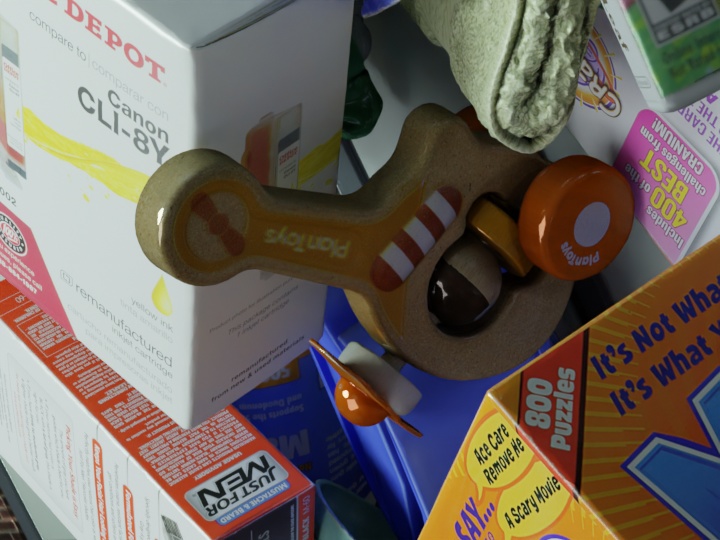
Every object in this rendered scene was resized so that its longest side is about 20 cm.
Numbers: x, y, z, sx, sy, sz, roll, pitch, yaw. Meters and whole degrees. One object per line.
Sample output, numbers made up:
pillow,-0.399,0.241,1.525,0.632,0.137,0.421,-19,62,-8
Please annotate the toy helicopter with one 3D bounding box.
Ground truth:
toy helicopter,0.000,0.000,0.808,0.079,0.199,0.133,35,110,48

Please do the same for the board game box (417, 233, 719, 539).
board game box,0.153,0.118,0.760,0.200,0.199,0.200,47,148,19

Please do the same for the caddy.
caddy,0.051,0.057,0.964,0.141,0.104,0.201,49,164,58

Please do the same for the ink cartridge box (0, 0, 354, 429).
ink cartridge box,-0.084,-0.061,0.849,0.145,0.083,0.201,37,142,28

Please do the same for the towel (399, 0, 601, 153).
towel,0.050,-0.159,0.762,0.149,0.036,0.201,-121,33,-49

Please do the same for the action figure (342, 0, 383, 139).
action figure,-0.038,-0.150,0.962,0.118,0.055,0.201,0,116,55

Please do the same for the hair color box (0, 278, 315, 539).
hair color box,-0.105,0.093,1.047,0.200,0.064,0.111,42,146,34

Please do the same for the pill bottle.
pill bottle,-0.047,0.078,1.121,0.112,0.112,0.201,30,139,41

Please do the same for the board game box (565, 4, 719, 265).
board game box,0.123,-0.106,0.768,0.153,0.040,0.200,53,150,11

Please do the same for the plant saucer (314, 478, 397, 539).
plant saucer,0.045,0.177,1.033,0.200,0.036,0.200,39,-178,-2

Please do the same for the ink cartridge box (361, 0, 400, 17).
ink cartridge box,0.031,-0.203,0.700,0.200,0.040,0.201,-23,66,60

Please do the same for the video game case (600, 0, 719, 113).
video game case,0.127,-0.166,0.560,0.183,0.199,0.022,64,175,-9
